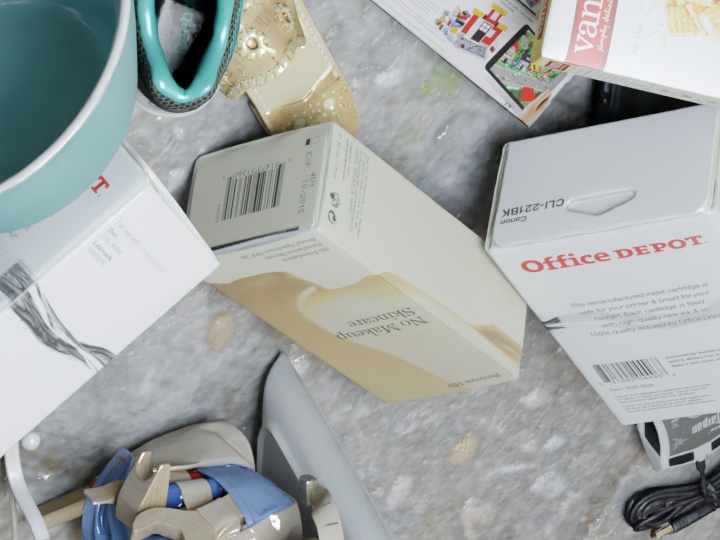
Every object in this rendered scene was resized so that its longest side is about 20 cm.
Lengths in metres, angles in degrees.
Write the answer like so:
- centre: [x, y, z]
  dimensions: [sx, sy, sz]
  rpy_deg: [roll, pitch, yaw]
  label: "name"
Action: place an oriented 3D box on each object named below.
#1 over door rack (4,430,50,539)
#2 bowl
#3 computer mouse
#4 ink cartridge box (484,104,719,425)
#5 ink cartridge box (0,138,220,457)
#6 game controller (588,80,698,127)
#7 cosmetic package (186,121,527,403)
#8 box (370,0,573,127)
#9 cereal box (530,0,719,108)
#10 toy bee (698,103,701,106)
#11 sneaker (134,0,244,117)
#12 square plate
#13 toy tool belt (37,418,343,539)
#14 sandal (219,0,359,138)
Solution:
- centre: [-0.252, 0.183, 1.443]
  dimensions: [0.147, 0.067, 0.200]
  rpy_deg: [-12, 127, -25]
  label: "over door rack"
- centre: [-0.187, -0.098, 1.220]
  dimensions: [0.201, 0.201, 0.105]
  rpy_deg: [-40, 154, -2]
  label: "bowl"
- centre: [0.223, 0.099, 1.711]
  dimensions: [0.109, 0.044, 0.200]
  rpy_deg: [-23, 137, -12]
  label: "computer mouse"
- centre: [0.183, 0.000, 1.494]
  dimensions: [0.144, 0.084, 0.200]
  rpy_deg: [-10, 142, 28]
  label: "ink cartridge box"
- centre: [-0.192, 0.002, 1.297]
  dimensions: [0.200, 0.146, 0.084]
  rpy_deg: [-40, 137, -1]
  label: "ink cartridge box"
- centre: [0.184, -0.085, 1.562]
  dimensions: [0.104, 0.042, 0.200]
  rpy_deg: [-24, 133, -36]
  label: "game controller"
- centre: [0.000, 0.000, 1.441]
  dimensions: [0.105, 0.071, 0.200]
  rpy_deg: [-14, 146, 36]
  label: "cosmetic package"
- centre: [0.067, -0.172, 1.418]
  dimensions: [0.110, 0.035, 0.200]
  rpy_deg: [-49, 134, 6]
  label: "box"
- centre: [0.204, -0.162, 1.379]
  dimensions: [0.199, 0.040, 0.144]
  rpy_deg: [12, 88, -7]
  label: "cereal box"
- centre: [0.235, -0.129, 1.452]
  dimensions: [0.109, 0.131, 0.200]
  rpy_deg: [-30, 160, 26]
  label: "toy bee"
- centre: [-0.080, -0.169, 1.258]
  dimensions: [0.077, 0.091, 0.201]
  rpy_deg: [1, 103, -10]
  label: "sneaker"
- centre: [-0.026, 0.183, 1.500]
  dimensions: [0.028, 0.198, 0.200]
  rpy_deg: [-10, 127, -19]
  label: "square plate"
- centre: [-0.101, 0.161, 1.438]
  dimensions: [0.123, 0.200, 0.125]
  rpy_deg: [-10, 109, -28]
  label: "toy tool belt"
- centre: [-0.049, -0.119, 1.357]
  dimensions: [0.078, 0.070, 0.212]
  rpy_deg: [-41, 134, -1]
  label: "sandal"
